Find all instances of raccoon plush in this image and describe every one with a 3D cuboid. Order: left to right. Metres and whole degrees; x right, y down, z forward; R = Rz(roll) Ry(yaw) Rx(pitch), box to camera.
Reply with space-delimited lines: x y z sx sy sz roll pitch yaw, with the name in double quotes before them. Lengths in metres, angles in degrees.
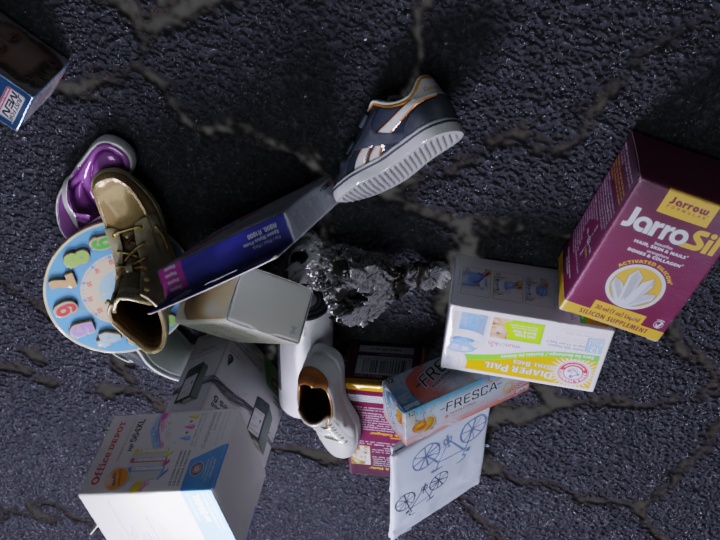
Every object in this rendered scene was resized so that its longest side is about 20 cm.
"raccoon plush" 0.000 0.000 1.084 0.199 0.134 0.097 1 120 -31

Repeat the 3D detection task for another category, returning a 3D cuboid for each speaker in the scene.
"speaker" -0.078 0.115 1.173 0.080 0.082 0.201 8 131 6

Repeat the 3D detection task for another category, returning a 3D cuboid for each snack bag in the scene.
"snack bag" 0.116 0.290 1.233 0.021 0.188 0.201 39 144 40

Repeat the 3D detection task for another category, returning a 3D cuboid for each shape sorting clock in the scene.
"shape sorting clock" -0.324 0.025 1.130 0.198 0.039 0.202 -11 118 -20

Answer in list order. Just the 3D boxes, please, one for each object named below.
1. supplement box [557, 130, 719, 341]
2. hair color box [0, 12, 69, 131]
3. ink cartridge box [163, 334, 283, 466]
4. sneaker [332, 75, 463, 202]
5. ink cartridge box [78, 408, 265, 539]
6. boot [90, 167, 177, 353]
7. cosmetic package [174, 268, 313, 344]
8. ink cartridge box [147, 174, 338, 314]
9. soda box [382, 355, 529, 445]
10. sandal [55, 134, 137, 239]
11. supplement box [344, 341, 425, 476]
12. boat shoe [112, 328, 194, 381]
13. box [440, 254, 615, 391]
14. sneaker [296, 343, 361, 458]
"supplement box" 0.324 -0.035 0.948 0.130 0.104 0.201 18 130 -2
"hair color box" -0.442 -0.256 0.934 0.199 0.100 0.061 35 126 -17
"ink cartridge box" -0.191 0.201 1.188 0.084 0.201 0.146 -22 122 27
"sneaker" 0.033 -0.146 0.943 0.199 0.078 0.080 -29 75 45
"ink cartridge box" -0.240 0.265 1.036 0.198 0.129 0.126 -6 126 13
"boot" -0.280 -0.013 1.020 0.072 0.156 0.201 -15 118 5
"cosmetic package" -0.153 0.046 1.063 0.105 0.072 0.199 22 166 -28
"ink cartridge box" -0.140 -0.034 0.987 0.195 0.200 0.044 -22 102 26
"soda box" 0.127 0.152 1.101 0.199 0.064 0.069 -21 132 -20
"sandal" -0.353 -0.094 1.080 0.082 0.050 0.203 27 129 -10
"supplement box" 0.037 0.207 1.218 0.109 0.086 0.201 4 129 9
"boat shoe" -0.327 0.100 1.223 0.200 0.076 0.060 41 141 -14
"box" 0.209 0.066 1.056 0.198 0.102 0.113 8 130 5
"sneaker" -0.053 0.198 1.128 0.072 0.085 0.201 6 130 24
